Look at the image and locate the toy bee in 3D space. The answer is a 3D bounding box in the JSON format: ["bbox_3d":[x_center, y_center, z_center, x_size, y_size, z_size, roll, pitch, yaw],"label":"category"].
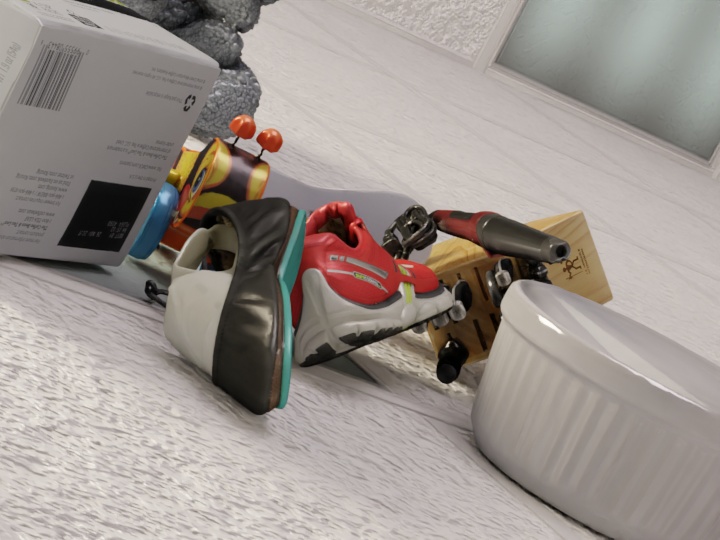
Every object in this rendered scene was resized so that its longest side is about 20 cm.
[{"bbox_3d":[-0.079,-0.039,1.698,0.131,0.109,0.200,23,10,-37],"label":"toy bee"}]

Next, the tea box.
[{"bbox_3d":[-0.219,-0.108,1.577,0.196,0.134,0.200,31,9,22],"label":"tea box"}]

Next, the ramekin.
[{"bbox_3d":[0.155,0.092,1.697,0.202,0.094,0.202,28,9,-5],"label":"ramekin"}]

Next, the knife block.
[{"bbox_3d":[0.064,0.024,1.872,0.175,0.064,0.200,-24,8,-36],"label":"knife block"}]

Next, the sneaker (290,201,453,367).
[{"bbox_3d":[0.000,0.000,1.707,0.200,0.077,0.085,-17,87,-79],"label":"sneaker"}]

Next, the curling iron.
[{"bbox_3d":[0.072,-0.016,1.771,0.026,0.050,0.200,54,-20,-22],"label":"curling iron"}]

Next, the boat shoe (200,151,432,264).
[{"bbox_3d":[-0.052,-0.025,1.867,0.199,0.074,0.065,15,-19,-29],"label":"boat shoe"}]

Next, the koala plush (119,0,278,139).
[{"bbox_3d":[-0.180,-0.217,2.259,0.200,0.178,0.184,19,1,-43],"label":"koala plush"}]

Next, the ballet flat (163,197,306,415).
[{"bbox_3d":[-0.067,0.019,1.533,0.068,0.068,0.200,7,22,-2],"label":"ballet flat"}]
